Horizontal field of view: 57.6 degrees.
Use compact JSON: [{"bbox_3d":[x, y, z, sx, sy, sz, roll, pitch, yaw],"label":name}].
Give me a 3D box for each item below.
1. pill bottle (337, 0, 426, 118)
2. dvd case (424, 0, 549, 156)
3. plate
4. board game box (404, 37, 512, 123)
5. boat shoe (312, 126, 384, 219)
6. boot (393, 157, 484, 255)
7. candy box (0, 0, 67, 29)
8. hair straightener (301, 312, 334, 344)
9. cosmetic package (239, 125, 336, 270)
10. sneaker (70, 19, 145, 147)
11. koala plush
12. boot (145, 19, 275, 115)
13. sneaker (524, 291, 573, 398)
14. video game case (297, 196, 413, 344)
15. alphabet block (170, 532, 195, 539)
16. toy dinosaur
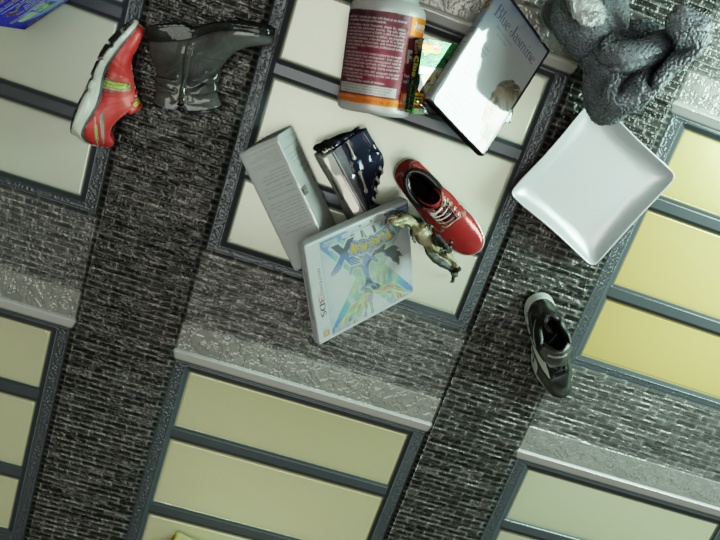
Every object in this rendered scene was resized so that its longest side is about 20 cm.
[{"bbox_3d":[0.034,-0.334,0.965,0.113,0.114,0.202,7,107,-4],"label":"pill bottle"},{"bbox_3d":[0.193,-0.293,0.979,0.142,0.018,0.201,35,86,-36],"label":"dvd case"},{"bbox_3d":[0.379,-0.143,1.078,0.200,0.032,0.200,38,101,-12],"label":"plate"},{"bbox_3d":[0.159,-0.282,0.986,0.199,0.023,0.106,-4,108,-32],"label":"board game box"},{"bbox_3d":[0.009,-0.133,1.049,0.092,0.075,0.201,-33,117,-10],"label":"boat shoe"},{"bbox_3d":[0.131,-0.087,1.028,0.072,0.144,0.200,-43,105,8],"label":"boot"},{"bbox_3d":[-0.453,-0.405,0.879,0.168,0.200,0.077,-30,106,6],"label":"candy box"},{"bbox_3d":[-0.045,0.042,1.119,0.077,0.041,0.201,28,108,-10],"label":"hair straightener"},{"bbox_3d":[-0.105,-0.114,1.028,0.074,0.102,0.201,-21,108,16],"label":"cosmetic package"},{"bbox_3d":[-0.369,-0.281,0.998,0.084,0.077,0.201,23,106,-30],"label":"sneaker"},{"bbox_3d":[0.351,-0.335,0.945,0.200,0.177,0.184,40,101,-10],"label":"koala plush"},{"bbox_3d":[-0.222,-0.308,0.996,0.198,0.070,0.133,0,113,6],"label":"boot"},{"bbox_3d":[0.331,0.143,1.131,0.066,0.091,0.202,-16,107,3],"label":"sneaker"},{"bbox_3d":[0.000,0.000,1.037,0.199,0.022,0.184,-26,127,-28],"label":"video game case"},{"bbox_3d":[-0.314,0.650,1.207,0.199,0.195,0.197,29,102,-12],"label":"alphabet block"},{"bbox_3d":[0.123,-0.031,1.035,0.047,0.088,0.200,-46,128,3],"label":"toy dinosaur"}]
